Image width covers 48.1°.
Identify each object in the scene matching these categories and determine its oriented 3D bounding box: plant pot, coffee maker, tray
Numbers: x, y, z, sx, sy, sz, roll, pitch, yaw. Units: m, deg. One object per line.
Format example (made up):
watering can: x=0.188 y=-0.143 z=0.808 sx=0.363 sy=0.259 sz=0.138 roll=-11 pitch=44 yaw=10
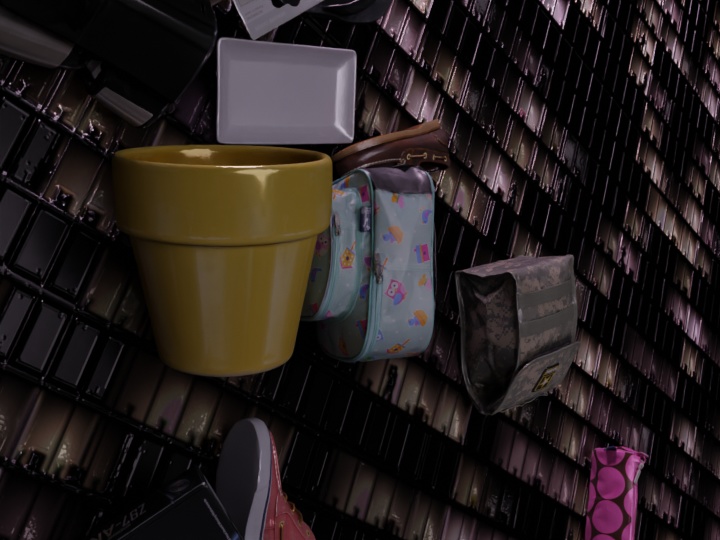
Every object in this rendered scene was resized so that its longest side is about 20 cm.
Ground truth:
plant pot: x=-0.126 y=-0.013 z=0.747 sx=0.199 sy=0.199 sz=0.192 roll=-10 pitch=108 yaw=-43
coffee maker: x=-0.220 y=-0.231 z=0.668 sx=0.198 sy=0.191 sz=0.137 roll=20 pitch=55 yaw=-42
tray: x=-0.082 y=-0.196 z=0.900 sx=0.198 sy=0.022 sz=0.109 roll=-9 pitch=107 yaw=-44

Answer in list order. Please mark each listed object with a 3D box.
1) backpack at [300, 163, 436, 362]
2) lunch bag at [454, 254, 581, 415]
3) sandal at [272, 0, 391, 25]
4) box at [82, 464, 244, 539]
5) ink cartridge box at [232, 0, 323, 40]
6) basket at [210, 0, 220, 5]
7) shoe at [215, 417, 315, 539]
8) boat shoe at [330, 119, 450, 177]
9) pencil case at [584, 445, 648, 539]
backpack: x=0.000 y=0.000 z=0.868 sx=0.151 sy=0.175 sz=0.204 roll=-9 pitch=90 yaw=-27
lunch bag: x=0.221 y=0.089 z=1.109 sx=0.163 sy=0.117 sz=0.204 roll=-11 pitch=99 yaw=-44
sandal: x=-0.022 y=-0.336 z=0.967 sx=0.199 sy=0.048 sz=0.077 roll=-19 pitch=98 yaw=-42
box: x=-0.163 y=0.302 z=0.722 sx=0.159 sy=0.043 sz=0.202 roll=-31 pitch=109 yaw=-15
ink cartridge box: x=-0.123 y=-0.369 z=0.874 sx=0.162 sy=0.057 sz=0.202 roll=-41 pitch=119 yaw=-35
basket: x=-0.104 y=-0.364 z=0.772 sx=0.124 sy=0.135 sz=0.201 roll=52 pitch=57 yaw=-24
shoe: x=-0.093 y=0.250 z=0.823 sx=0.090 sy=0.071 sz=0.204 roll=6 pitch=87 yaw=-44
boat shoe: x=0.047 y=-0.136 z=0.995 sx=0.199 sy=0.070 sz=0.071 roll=-23 pitch=97 yaw=-43
pencil case: x=0.401 y=0.379 z=1.263 sx=0.090 sy=0.093 sz=0.203 roll=17 pitch=75 yaw=-41
